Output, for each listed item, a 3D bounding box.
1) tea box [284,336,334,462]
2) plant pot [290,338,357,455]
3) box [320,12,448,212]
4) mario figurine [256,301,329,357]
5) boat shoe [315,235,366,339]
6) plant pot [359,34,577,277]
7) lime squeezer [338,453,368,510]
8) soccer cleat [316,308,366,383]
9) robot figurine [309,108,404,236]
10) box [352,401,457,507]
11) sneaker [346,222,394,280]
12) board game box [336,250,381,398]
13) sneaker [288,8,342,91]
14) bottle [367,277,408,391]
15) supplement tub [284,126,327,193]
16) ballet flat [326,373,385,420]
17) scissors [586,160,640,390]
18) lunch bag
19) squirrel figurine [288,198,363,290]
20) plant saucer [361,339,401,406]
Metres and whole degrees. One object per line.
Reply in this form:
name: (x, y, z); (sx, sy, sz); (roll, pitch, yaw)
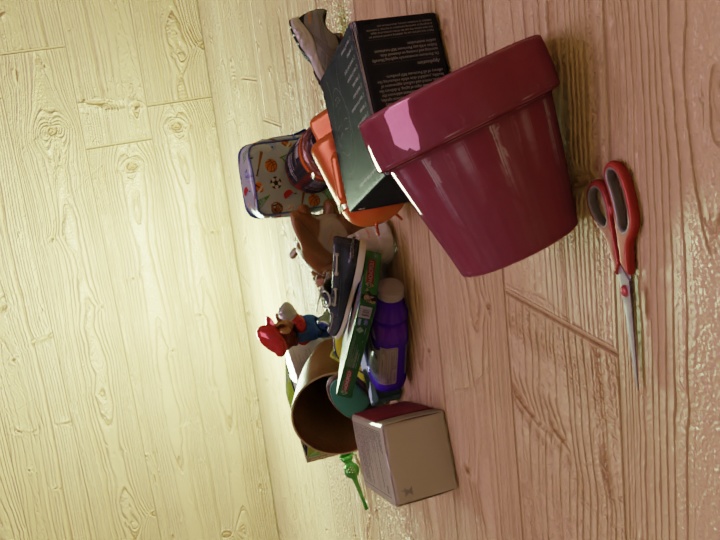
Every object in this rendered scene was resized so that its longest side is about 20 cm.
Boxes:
tea box: (-0.084, 0.276, 1.989); (0.199, 0.130, 0.202); (96, 158, -46)
plant pot: (-0.050, 0.229, 1.790); (0.201, 0.181, 0.191); (-102, 7, -64)
box: (0.039, -0.204, 1.199); (0.200, 0.121, 0.202); (147, 113, -73)
mario figurine: (-0.127, 0.107, 1.899); (0.106, 0.195, 0.126); (-135, 37, -63)
boat shoe: (-0.036, 0.028, 1.461); (0.076, 0.060, 0.202); (-82, 5, -46)
plant pot: (0.121, -0.103, 0.877); (0.182, 0.197, 0.200); (64, 166, -5)
lime squeezer: (-0.021, 0.454, 2.092); (0.071, 0.037, 0.202); (51, -171, -44)
soccer cleat: (-0.011, 0.155, 1.648); (0.203, 0.083, 0.065); (61, 175, -8)
robot figurine: (-0.001, -0.153, 1.355); (0.203, 0.115, 0.144); (62, 173, -4)
box: (0.068, 0.294, 1.474); (0.200, 0.106, 0.131); (167, 92, -75)
sneaker: (0.000, 0.000, 1.538); (0.079, 0.097, 0.203); (-116, 21, -45)
board game box: (-0.003, 0.089, 1.468); (0.136, 0.028, 0.203); (-85, 7, -53)
sneaker: (-0.048, -0.353, 1.529); (0.203, 0.078, 0.074); (62, -178, 0)
bottle: (0.047, 0.107, 1.503); (0.084, 0.064, 0.203); (-110, 17, -50)
supplement tub: (-0.070, -0.209, 1.637); (0.200, 0.105, 0.110); (161, 98, -72)
ballet flat: (0.002, 0.240, 1.625); (0.201, 0.067, 0.068); (50, -168, -30)
scissors: (0.239, 0.005, 0.803); (0.073, 0.014, 0.205); (149, 111, -73)
lunch bag: (-0.138, -0.189, 1.758); (0.075, 0.196, 0.164); (-8, 93, 61)
squirrel figurine: (-0.071, -0.030, 1.694); (0.186, 0.139, 0.205); (-8, 100, 68)
plant saucer: (0.024, 0.136, 1.610); (0.019, 0.069, 0.205); (-27, 75, 49)
